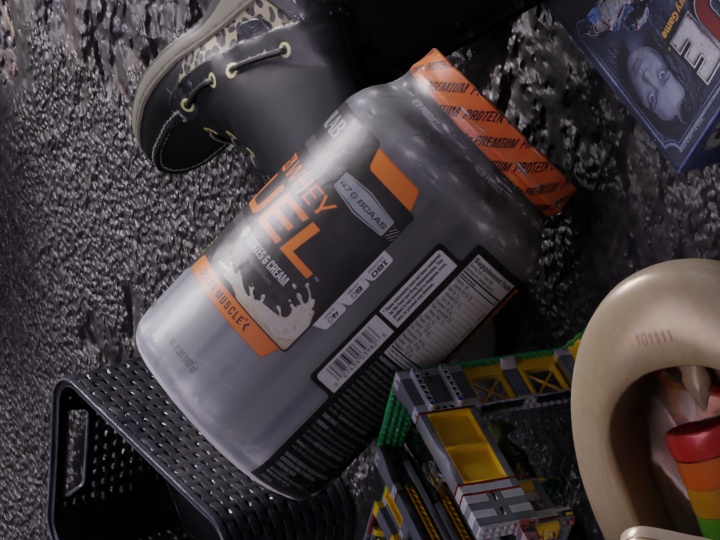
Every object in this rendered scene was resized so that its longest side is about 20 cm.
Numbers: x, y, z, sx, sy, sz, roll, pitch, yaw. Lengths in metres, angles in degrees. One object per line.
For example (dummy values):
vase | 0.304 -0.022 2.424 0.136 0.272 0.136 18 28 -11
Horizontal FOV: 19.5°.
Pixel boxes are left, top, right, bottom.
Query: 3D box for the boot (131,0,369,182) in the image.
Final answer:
boot | -0.050 -0.064 1.138 0.203 0.073 0.155 -43 63 48

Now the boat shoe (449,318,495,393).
boat shoe | 0.000 0.039 1.126 0.199 0.072 0.069 -3 97 45

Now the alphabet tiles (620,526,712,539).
alphabet tiles | 0.152 0.176 0.876 0.194 0.015 0.201 11 140 13

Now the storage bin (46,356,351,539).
storage bin | -0.103 0.151 1.283 0.200 0.093 0.136 36 130 41

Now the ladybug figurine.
ladybug figurine | 0.164 0.084 0.881 0.135 0.072 0.202 -11 104 35

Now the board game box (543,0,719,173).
board game box | 0.148 -0.158 0.867 0.136 0.034 0.201 55 141 26

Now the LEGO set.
LEGO set | 0.077 0.131 0.971 0.116 0.152 0.201 61 140 42

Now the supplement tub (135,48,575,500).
supplement tub | 0.000 0.000 0.989 0.200 0.122 0.123 -46 56 5

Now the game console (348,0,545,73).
game console | 0.045 -0.214 0.968 0.200 0.116 0.177 -22 45 59
